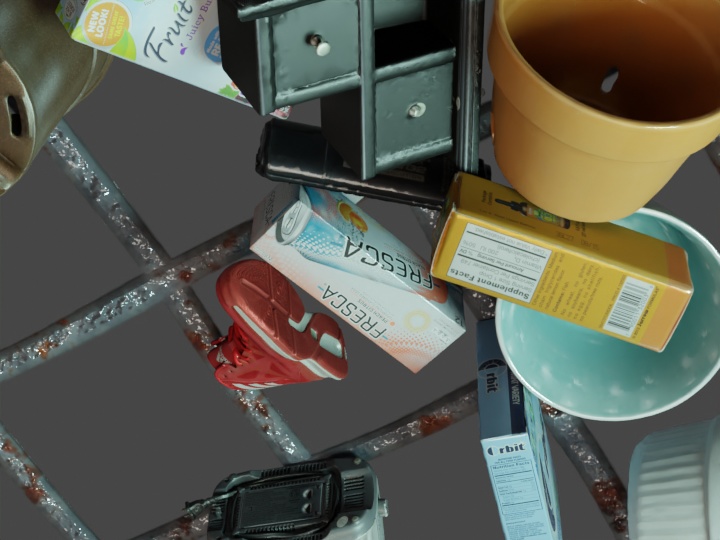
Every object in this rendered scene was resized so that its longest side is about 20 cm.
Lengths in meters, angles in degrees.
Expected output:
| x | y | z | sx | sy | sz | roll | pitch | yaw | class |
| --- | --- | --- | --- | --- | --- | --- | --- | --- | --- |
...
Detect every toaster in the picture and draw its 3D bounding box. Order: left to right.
| x | y | z | sx | sy | sz | roll | pitch | yaw | class |
| --- | --- | --- | --- | --- | --- | --- | --- | --- | --- |
| -0.063 | 0.267 | 1.460 | 0.197 | 0.114 | 0.130 | -10 | 124 | 7 | toaster |

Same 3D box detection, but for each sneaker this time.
| x | y | z | sx | sy | sz | roll | pitch | yaw | class |
| --- | --- | --- | --- | --- | --- | --- | --- | --- | --- |
| -0.099 | 0.063 | 1.322 | 0.114 | 0.079 | 0.200 | -19 | 147 | 19 | sneaker |

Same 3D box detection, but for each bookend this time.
| x | y | z | sx | sy | sz | roll | pitch | yaw | class |
| --- | --- | --- | --- | --- | --- | --- | --- | --- | --- |
| -0.014 | -0.151 | 1.139 | 0.198 | 0.092 | 0.201 | -17 | 131 | -21 | bookend |

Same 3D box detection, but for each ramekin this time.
| x | y | z | sx | sy | sz | roll | pitch | yaw | class |
| --- | --- | --- | --- | --- | --- | --- | --- | --- | --- |
| 0.304 | 0.232 | 1.375 | 0.093 | 0.203 | 0.204 | -7 | 123 | 21 | ramekin |

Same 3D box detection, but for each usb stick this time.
| x | y | z | sx | sy | sz | roll | pitch | yaw | class |
| --- | --- | --- | --- | --- | --- | --- | --- | --- | --- |
| 0.011 | -0.085 | 1.261 | 0.197 | 0.056 | 0.033 | 10 | 154 | -9 | usb stick |

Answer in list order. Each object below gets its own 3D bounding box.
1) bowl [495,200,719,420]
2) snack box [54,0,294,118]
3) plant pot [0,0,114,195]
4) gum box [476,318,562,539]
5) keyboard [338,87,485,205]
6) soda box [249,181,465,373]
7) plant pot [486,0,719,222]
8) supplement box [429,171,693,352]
| x | y | z | sx | sy | sz | roll | pitch | yaw | class |
| --- | --- | --- | --- | --- | --- | --- | --- | --- | --- |
| 0.212 | 0.015 | 1.286 | 0.198 | 0.105 | 0.203 | 2 | 118 | 4 | bowl |
| -0.108 | -0.211 | 1.138 | 0.198 | 0.053 | 0.143 | 18 | 111 | -37 | snack box |
| -0.298 | -0.159 | 1.154 | 0.197 | 0.199 | 0.202 | 2 | 123 | 2 | plant pot |
| 0.144 | 0.172 | 1.355 | 0.044 | 0.171 | 0.202 | -10 | 122 | 10 | gum box |
| 0.014 | -0.106 | 1.283 | 0.199 | 0.011 | 0.056 | -39 | 118 | 24 | keyboard |
| 0.000 | 0.000 | 1.311 | 0.199 | 0.064 | 0.068 | 37 | 118 | -23 | soda box |
| 0.182 | -0.132 | 1.160 | 0.197 | 0.202 | 0.141 | 11 | 138 | -4 | plant pot |
| 0.155 | -0.007 | 1.184 | 0.198 | 0.067 | 0.069 | 21 | 121 | -5 | supplement box |
